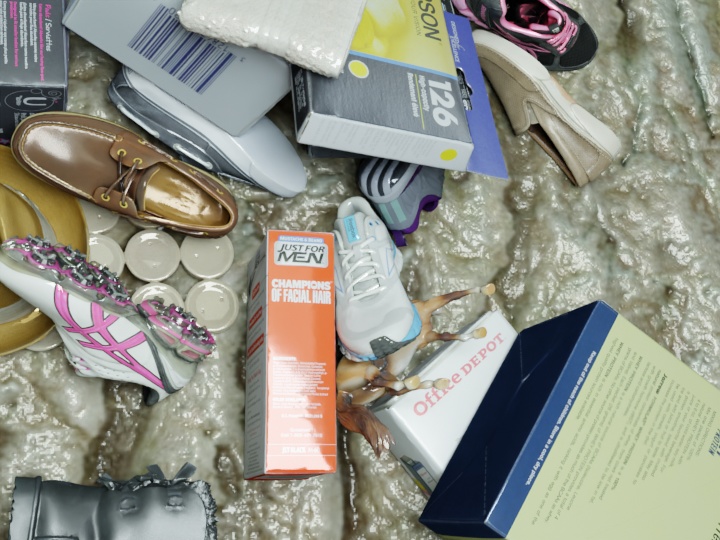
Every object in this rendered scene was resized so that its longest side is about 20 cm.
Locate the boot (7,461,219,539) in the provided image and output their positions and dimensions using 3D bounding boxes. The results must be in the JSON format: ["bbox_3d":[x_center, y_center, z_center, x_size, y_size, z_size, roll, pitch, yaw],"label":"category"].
[{"bbox_3d":[-0.200,0.253,0.723,0.161,0.073,0.200,6,73,-17],"label":"boot"}]

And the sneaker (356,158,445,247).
[{"bbox_3d":[0.063,-0.115,0.913,0.200,0.074,0.088,-54,135,-35],"label":"sneaker"}]

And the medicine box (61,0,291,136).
[{"bbox_3d":[-0.137,-0.255,0.804,0.182,0.103,0.201,31,44,-28],"label":"medicine box"}]

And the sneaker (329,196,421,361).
[{"bbox_3d":[0.000,0.000,0.784,0.075,0.200,0.087,-19,120,4],"label":"sneaker"}]

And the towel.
[{"bbox_3d":[-0.055,-0.246,0.727,0.132,0.035,0.201,17,59,-1],"label":"towel"}]

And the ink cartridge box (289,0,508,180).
[{"bbox_3d":[0.034,-0.181,0.776,0.199,0.047,0.199,6,57,-23],"label":"ink cartridge box"}]

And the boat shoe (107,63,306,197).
[{"bbox_3d":[-0.142,-0.124,0.845,0.200,0.068,0.072,32,41,-27],"label":"boat shoe"}]

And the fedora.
[{"bbox_3d":[-0.325,-0.027,0.744,0.199,0.082,0.202,2,76,-6],"label":"fedora"}]

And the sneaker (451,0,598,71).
[{"bbox_3d":[0.184,-0.251,0.928,0.199,0.095,0.079,17,107,-36],"label":"sneaker"}]

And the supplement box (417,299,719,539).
[{"bbox_3d":[0.193,0.171,0.728,0.199,0.134,0.201,36,69,-6],"label":"supplement box"}]

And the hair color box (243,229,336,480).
[{"bbox_3d":[-0.062,0.077,0.787,0.064,0.111,0.201,2,75,-15],"label":"hair color box"}]

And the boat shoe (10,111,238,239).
[{"bbox_3d":[-0.193,-0.081,0.772,0.199,0.068,0.072,22,92,-24],"label":"boat shoe"}]

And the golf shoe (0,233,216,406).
[{"bbox_3d":[-0.214,0.048,0.734,0.200,0.073,0.092,37,96,-34],"label":"golf shoe"}]

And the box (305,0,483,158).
[{"bbox_3d":[0.021,-0.194,0.873,0.159,0.044,0.201,-2,53,-9],"label":"box"}]

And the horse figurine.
[{"bbox_3d":[0.034,0.073,0.774,0.200,0.132,0.050,-48,115,-39],"label":"horse figurine"}]

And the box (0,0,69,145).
[{"bbox_3d":[-0.314,-0.225,0.789,0.114,0.132,0.201,-1,76,-19],"label":"box"}]

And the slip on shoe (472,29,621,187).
[{"bbox_3d":[0.180,-0.169,0.951,0.200,0.076,0.061,41,90,-4],"label":"slip on shoe"}]

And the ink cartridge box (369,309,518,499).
[{"bbox_3d":[0.123,0.159,0.829,0.145,0.087,0.200,-39,90,-22],"label":"ink cartridge box"}]

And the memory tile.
[{"bbox_3d":[-0.213,-0.010,0.820,0.199,0.017,0.154,-5,76,-16],"label":"memory tile"}]
